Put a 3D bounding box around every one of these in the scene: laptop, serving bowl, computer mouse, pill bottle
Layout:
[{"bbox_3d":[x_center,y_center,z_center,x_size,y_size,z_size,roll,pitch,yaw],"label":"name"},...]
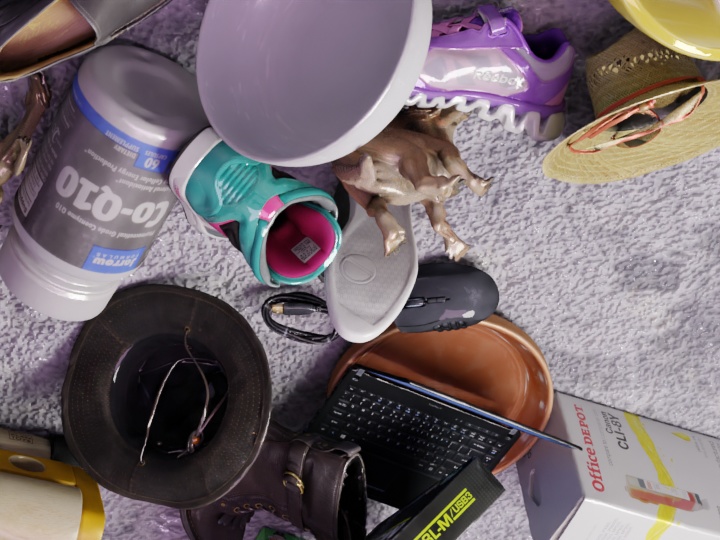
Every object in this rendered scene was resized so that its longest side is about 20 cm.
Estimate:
[{"bbox_3d":[0.058,0.158,1.838,0.177,0.103,0.200,23,122,-22],"label":"laptop"},{"bbox_3d":[-0.024,-0.166,1.569,0.200,0.200,0.066,-39,147,22],"label":"serving bowl"},{"bbox_3d":[0.017,0.028,1.796,0.199,0.034,0.059,-8,88,-3],"label":"computer mouse"},{"bbox_3d":[-0.200,-0.064,1.663,0.114,0.114,0.200,19,123,-21],"label":"pill bottle"}]

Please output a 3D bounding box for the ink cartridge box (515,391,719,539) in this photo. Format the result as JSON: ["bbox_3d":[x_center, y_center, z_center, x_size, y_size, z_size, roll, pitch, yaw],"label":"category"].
[{"bbox_3d":[0.251,0.204,1.911,0.199,0.145,0.084,17,123,-19],"label":"ink cartridge box"}]

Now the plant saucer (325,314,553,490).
[{"bbox_3d":[0.068,0.110,1.887,0.200,0.032,0.201,-4,127,-5],"label":"plant saucer"}]

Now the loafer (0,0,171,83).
[{"bbox_3d":[-0.193,-0.193,1.588,0.200,0.072,0.073,-28,125,13],"label":"loafer"}]

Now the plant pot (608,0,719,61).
[{"bbox_3d":[0.276,-0.234,1.511,0.200,0.189,0.201,-3,110,-9],"label":"plant pot"}]

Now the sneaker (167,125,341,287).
[{"bbox_3d":[-0.068,-0.038,1.647,0.084,0.121,0.200,-51,166,-2],"label":"sneaker"}]

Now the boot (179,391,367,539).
[{"bbox_3d":[-0.069,0.201,1.853,0.069,0.174,0.200,-34,140,-40],"label":"boot"}]

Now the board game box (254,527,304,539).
[{"bbox_3d":[-0.077,0.337,2.047,0.134,0.029,0.200,21,123,-21],"label":"board game box"}]

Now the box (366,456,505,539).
[{"bbox_3d":[0.011,0.258,1.832,0.048,0.193,0.200,50,145,3],"label":"box"}]

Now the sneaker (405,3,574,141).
[{"bbox_3d":[0.080,-0.167,1.647,0.200,0.081,0.089,12,120,-23],"label":"sneaker"}]

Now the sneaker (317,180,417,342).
[{"bbox_3d":[0.000,0.000,1.695,0.071,0.200,0.099,13,136,-8],"label":"sneaker"}]

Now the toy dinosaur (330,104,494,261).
[{"bbox_3d":[0.023,-0.081,1.621,0.200,0.136,0.086,-3,134,-56],"label":"toy dinosaur"}]

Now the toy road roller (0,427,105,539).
[{"bbox_3d":[-0.299,0.220,1.822,0.123,0.200,0.146,14,103,-18],"label":"toy road roller"}]

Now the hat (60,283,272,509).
[{"bbox_3d":[-0.148,0.105,1.806,0.200,0.201,0.081,-34,163,19],"label":"hat"}]

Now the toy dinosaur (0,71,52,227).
[{"bbox_3d":[-0.293,-0.065,1.660,0.058,0.101,0.200,40,116,-13],"label":"toy dinosaur"}]

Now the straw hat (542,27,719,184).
[{"bbox_3d":[0.219,-0.143,1.665,0.200,0.085,0.201,-17,164,-5],"label":"straw hat"}]
